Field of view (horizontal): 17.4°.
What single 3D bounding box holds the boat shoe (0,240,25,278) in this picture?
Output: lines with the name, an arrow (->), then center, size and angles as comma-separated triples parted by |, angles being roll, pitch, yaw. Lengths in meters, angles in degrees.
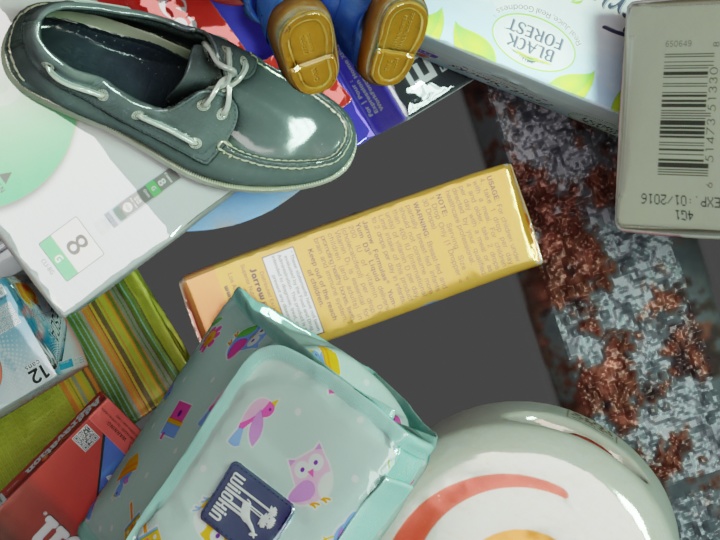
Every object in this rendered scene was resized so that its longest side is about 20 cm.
boat shoe -> -0.250, -0.015, 1.335 | 0.200, 0.071, 0.091 | -31, 91, -9

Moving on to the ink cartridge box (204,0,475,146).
ink cartridge box -> 0.006, -0.187, 1.334 | 0.200, 0.043, 0.198 | -33, 93, -15

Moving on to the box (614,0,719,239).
box -> 0.246, -0.078, 1.288 | 0.200, 0.109, 0.128 | 2, 91, -42

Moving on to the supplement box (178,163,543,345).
supplement box -> 0.000, 0.000, 1.346 | 0.200, 0.067, 0.069 | -22, 92, -2

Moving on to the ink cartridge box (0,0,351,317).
ink cartridge box -> -0.130, -0.096, 1.287 | 0.200, 0.050, 0.161 | -37, 93, 1

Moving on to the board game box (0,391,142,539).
board game box -> -0.114, 0.172, 1.329 | 0.103, 0.019, 0.200 | -45, 112, -6

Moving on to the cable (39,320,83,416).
cable -> -0.163, 0.132, 1.345 | 0.097, 0.050, 0.200 | 14, 91, 5

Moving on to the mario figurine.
mario figurine -> -0.044, -0.171, 1.215 | 0.123, 0.200, 0.106 | 29, 103, -39

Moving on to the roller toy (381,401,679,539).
roller toy -> 0.090, 0.166, 1.315 | 0.200, 0.140, 0.183 | -18, 92, 8

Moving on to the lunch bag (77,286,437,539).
lunch bag -> -0.048, 0.120, 1.220 | 0.122, 0.200, 0.170 | 33, 93, -22

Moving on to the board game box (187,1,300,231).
board game box -> -0.104, -0.119, 1.347 | 0.158, 0.039, 0.200 | -16, 87, -11

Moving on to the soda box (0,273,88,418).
soda box -> -0.254, 0.077, 1.306 | 0.200, 0.068, 0.064 | -31, 88, 9

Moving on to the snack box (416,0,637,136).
snack box -> 0.101, -0.169, 1.309 | 0.200, 0.053, 0.142 | 20, 82, -14

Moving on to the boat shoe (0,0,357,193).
boat shoe -> -0.091, -0.094, 1.251 | 0.200, 0.062, 0.073 | 19, 75, -13

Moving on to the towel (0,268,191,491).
towel -> -0.191, 0.082, 1.336 | 0.200, 0.018, 0.086 | -36, 71, 6
